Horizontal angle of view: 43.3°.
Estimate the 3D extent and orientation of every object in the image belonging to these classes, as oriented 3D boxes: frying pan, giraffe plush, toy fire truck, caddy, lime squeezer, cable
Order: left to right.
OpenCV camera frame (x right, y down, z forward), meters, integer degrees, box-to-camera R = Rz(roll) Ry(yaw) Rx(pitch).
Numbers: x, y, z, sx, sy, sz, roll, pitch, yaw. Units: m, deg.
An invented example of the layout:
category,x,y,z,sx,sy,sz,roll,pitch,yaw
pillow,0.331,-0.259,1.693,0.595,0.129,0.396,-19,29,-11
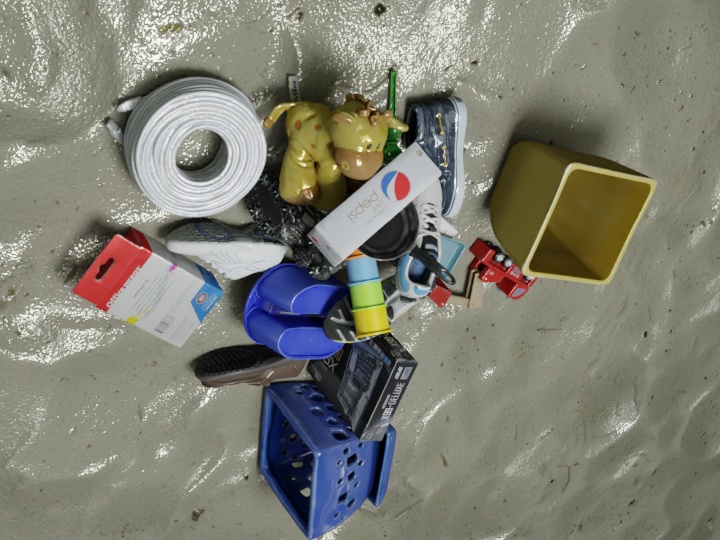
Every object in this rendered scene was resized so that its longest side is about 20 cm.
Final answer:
category,x,y,z,sx,sy,sz,roll,pitch,yaw
cable,-0.230,-0.173,1.280,0.199,0.069,0.200,-29,128,-8
caddy,-0.099,0.064,1.466,0.200,0.105,0.142,7,108,-50
giraffe plush,-0.022,-0.186,1.292,0.172,0.162,0.201,-38,119,-37
lime squeezer,0.047,-0.204,1.411,0.038,0.071,0.201,1,91,15
frying pan,0.066,-0.059,1.358,0.189,0.031,0.115,19,78,-11
toy fire truck,0.214,0.021,1.639,0.200,0.049,0.141,27,104,-37

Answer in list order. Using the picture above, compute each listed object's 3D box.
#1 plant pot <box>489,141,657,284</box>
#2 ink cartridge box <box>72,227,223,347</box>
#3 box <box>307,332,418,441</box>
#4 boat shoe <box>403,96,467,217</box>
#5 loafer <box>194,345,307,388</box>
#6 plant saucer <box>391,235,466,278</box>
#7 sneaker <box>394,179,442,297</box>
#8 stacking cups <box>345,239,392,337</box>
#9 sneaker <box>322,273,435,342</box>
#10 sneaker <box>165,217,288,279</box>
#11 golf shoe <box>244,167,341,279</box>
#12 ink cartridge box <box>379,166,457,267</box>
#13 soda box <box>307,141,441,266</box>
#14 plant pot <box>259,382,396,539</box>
category,x,y,z,sx,sy,sz,roll,pitch,yaw
plant pot,0.327,-0.117,1.516,0.193,0.200,0.196,7,117,-30
ink cartridge box,-0.320,0.019,1.354,0.200,0.067,0.116,34,99,-37
box,-0.001,0.161,1.520,0.050,0.200,0.158,8,116,-37
boat shoe,0.115,-0.178,1.459,0.090,0.071,0.201,-10,116,-20
loafer,-0.177,0.170,1.515,0.199,0.073,0.071,-8,121,-23
plant saucer,0.078,-0.042,1.463,0.199,0.019,0.070,17,110,-33
sneaker,0.101,-0.056,1.407,0.072,0.072,0.201,12,82,-31
stacking cups,0.000,0.000,1.384,0.060,0.060,0.201,-10,86,-21
sneaker,0.028,0.061,1.463,0.199,0.090,0.078,-27,85,-15
sneaker,-0.203,-0.025,1.386,0.199,0.075,0.087,6,121,-29
golf shoe,-0.101,-0.076,1.390,0.078,0.094,0.200,-36,94,19
ink cartridge box,0.078,-0.065,1.504,0.115,0.068,0.200,-49,128,8
soda box,0.021,-0.095,1.307,0.200,0.068,0.064,-42,92,-15
plant pot,-0.054,0.314,1.595,0.179,0.200,0.201,-11,123,-29
